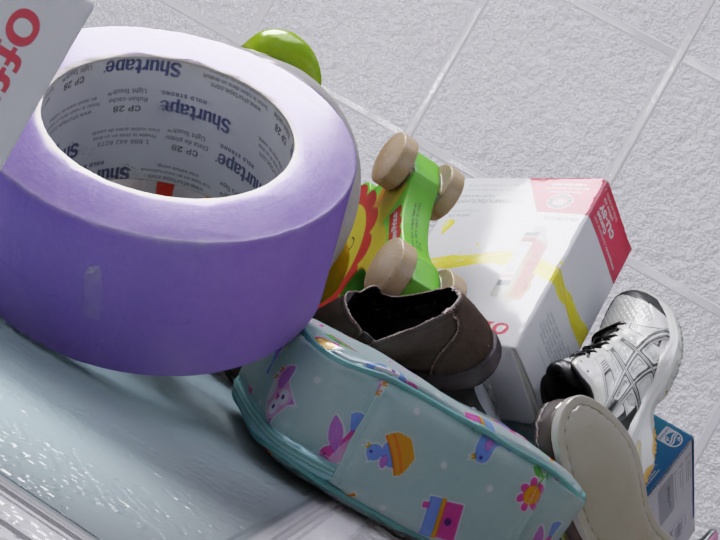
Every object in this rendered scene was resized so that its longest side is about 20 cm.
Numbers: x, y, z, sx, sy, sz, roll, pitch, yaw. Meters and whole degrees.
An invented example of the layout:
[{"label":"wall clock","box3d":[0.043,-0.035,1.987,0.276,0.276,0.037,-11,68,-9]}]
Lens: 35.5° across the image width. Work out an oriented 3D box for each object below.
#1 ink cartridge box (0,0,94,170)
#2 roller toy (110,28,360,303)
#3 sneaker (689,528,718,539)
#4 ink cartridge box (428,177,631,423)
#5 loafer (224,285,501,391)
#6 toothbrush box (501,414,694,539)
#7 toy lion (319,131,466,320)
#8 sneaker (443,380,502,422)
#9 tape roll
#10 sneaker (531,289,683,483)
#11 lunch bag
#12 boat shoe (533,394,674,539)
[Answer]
[{"label":"ink cartridge box","box3d":[-0.216,-0.088,0.381,0.199,0.146,0.084,31,-1,-39]},{"label":"roller toy","box3d":[-0.097,-0.064,0.804,0.181,0.202,0.140,-10,21,-26]},{"label":"sneaker","box3d":[0.257,0.244,1.113,0.199,0.083,0.070,30,0,10]},{"label":"ink cartridge box","box3d":[0.118,0.016,0.935,0.144,0.201,0.084,4,-45,37]},{"label":"loafer","box3d":[-0.005,0.039,0.766,0.198,0.073,0.072,-6,-57,17]},{"label":"toothbrush box","box3d":[0.174,0.160,0.948,0.199,0.085,0.147,28,-29,36]},{"label":"toy lion","box3d":[0.000,0.000,0.906,0.068,0.192,0.201,30,38,-23]},{"label":"sneaker","box3d":[0.103,0.139,0.819,0.115,0.075,0.200,38,-9,43]},{"label":"tape roll","box3d":[-0.106,-0.044,0.597,0.198,0.086,0.201,11,36,-8]},{"label":"sneaker","box3d":[0.183,0.078,0.843,0.087,0.201,0.076,35,-42,-14]},{"label":"lunch bag","box3d":[0.025,0.101,0.660,0.199,0.078,0.160,31,-2,-18]},{"label":"boat shoe","box3d":[0.158,0.161,0.747,0.059,0.072,0.201,4,-46,51]}]
